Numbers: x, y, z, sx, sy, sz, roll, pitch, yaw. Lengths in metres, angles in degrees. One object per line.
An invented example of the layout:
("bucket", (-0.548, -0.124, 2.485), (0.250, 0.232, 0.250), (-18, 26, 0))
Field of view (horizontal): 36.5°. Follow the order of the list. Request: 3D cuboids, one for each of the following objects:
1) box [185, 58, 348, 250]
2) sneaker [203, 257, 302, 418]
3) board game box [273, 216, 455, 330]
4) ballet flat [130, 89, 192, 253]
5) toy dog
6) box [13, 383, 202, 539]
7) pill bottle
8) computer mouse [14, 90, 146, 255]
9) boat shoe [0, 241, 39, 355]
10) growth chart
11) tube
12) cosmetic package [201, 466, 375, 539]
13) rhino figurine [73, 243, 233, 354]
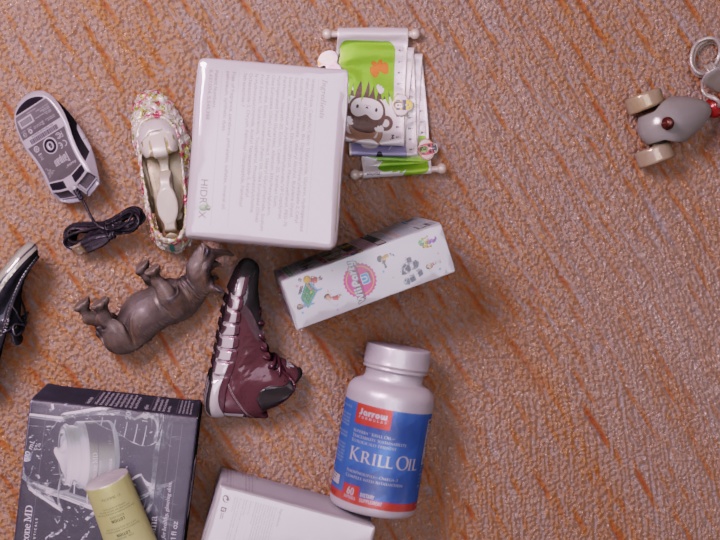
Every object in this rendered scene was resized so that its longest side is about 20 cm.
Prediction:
("box", (-0.103, -0.130, 1.267), (0.169, 0.199, 0.203), (5, 92, -2))
("sneaker", (-0.121, 0.090, 1.349), (0.114, 0.076, 0.203), (11, 101, -13))
("board game box", (0.000, 0.000, 1.317), (0.197, 0.148, 0.065), (-20, 97, -6))
("ballet flat", (-0.236, -0.121, 1.323), (0.075, 0.064, 0.203), (-12, 93, -6))
("toy dog", (0.432, -0.205, 1.389), (0.199, 0.096, 0.132), (-38, 97, -4))
("box", (-0.298, 0.251, 1.303), (0.194, 0.124, 0.203), (7, 92, -6))
("pill bottle", (0.030, 0.193, 1.346), (0.111, 0.112, 0.203), (8, 91, -8))
("computer mouse", (-0.344, -0.123, 1.314), (0.109, 0.044, 0.202), (-24, 94, 20))
("boat shoe", (-0.427, 0.060, 1.304), (0.062, 0.075, 0.202), (26, 94, -13))
("growth chart", (0.024, -0.211, 1.376), (0.143, 0.018, 0.203), (-10, 93, -6))
("tube", (-0.250, 0.324, 1.228), (0.057, 0.052, 0.203), (-10, 103, 34))
("cosmetic package", (-0.089, 0.312, 1.337), (0.197, 0.113, 0.082), (18, 90, -6))
("rhino figurine", (-0.241, 0.030, 1.329), (0.198, 0.060, 0.088), (-31, 116, -6))
